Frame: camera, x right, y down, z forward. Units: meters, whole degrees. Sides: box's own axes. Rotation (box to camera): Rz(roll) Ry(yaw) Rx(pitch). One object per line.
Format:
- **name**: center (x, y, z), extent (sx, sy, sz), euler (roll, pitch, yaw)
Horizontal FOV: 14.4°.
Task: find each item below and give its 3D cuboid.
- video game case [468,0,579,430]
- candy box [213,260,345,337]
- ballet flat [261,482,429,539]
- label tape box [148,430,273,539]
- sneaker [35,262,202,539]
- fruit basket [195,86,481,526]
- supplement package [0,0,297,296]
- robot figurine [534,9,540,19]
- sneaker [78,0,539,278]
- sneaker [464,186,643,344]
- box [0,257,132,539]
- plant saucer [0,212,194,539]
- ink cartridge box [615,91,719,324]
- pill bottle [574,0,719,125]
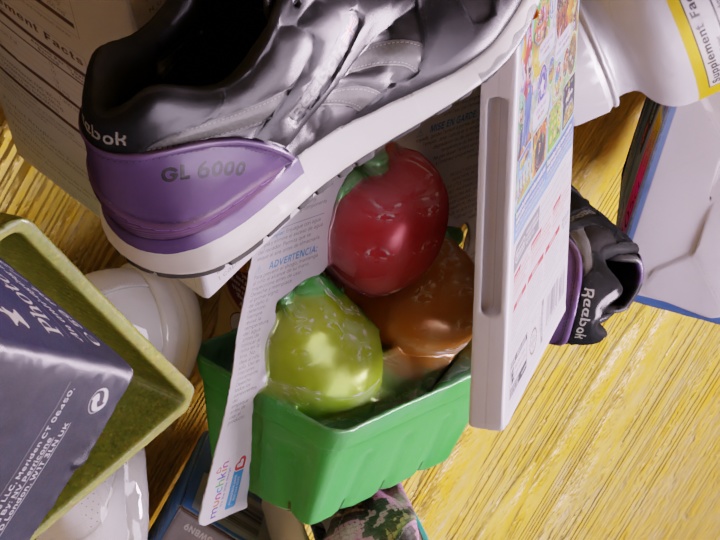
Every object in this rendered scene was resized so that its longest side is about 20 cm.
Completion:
- **video game case**: center (0.072, -0.051, 1.226), extent (0.143, 0.018, 0.201), euler (-54, 148, -64)
- **candy box**: center (-0.006, -0.031, 1.339), extent (0.115, 0.055, 0.201), euler (-34, 150, -36)
- **ballet flat**: center (-0.012, 0.107, 1.335), extent (0.200, 0.071, 0.070), euler (-107, -150, -71)
- **label tape box**: center (-0.104, 0.191, 1.374), extent (0.201, 0.063, 0.144), euler (-59, -177, 11)
- **sneaker**: center (-0.138, 0.083, 1.254), extent (0.088, 0.075, 0.201), euler (-10, 128, -38)
- **fruit basket**: center (0.000, 0.000, 1.253), extent (0.185, 0.093, 0.201), euler (-22, 125, -48)
- **supplement package**: center (-0.071, -0.105, 1.040), extent (0.114, 0.109, 0.200), euler (-45, 154, -19)
- **robot figurine**: center (0.029, -0.180, 1.034), extent (0.145, 0.201, 0.058), euler (-25, -164, 32)
- **sneaker**: center (-0.010, -0.087, 0.938), extent (0.200, 0.076, 0.088), euler (-44, 148, -22)
- **sneaker**: center (0.100, -0.003, 1.445), extent (0.200, 0.087, 0.076), euler (-62, 166, -69)
- **box**: center (-0.208, 0.012, 0.851), extent (0.124, 0.200, 0.198), euler (-57, 156, 8)
- **plant saucer**: center (-0.182, 0.065, 1.116), extent (0.199, 0.048, 0.200), euler (-40, 152, -2)
- **ink cartridge box**: center (0.190, -0.074, 1.540), extent (0.200, 0.076, 0.137), euler (-69, 176, -66)
- **pill bottle**: center (0.176, -0.149, 1.381), extent (0.199, 0.113, 0.113), euler (-24, 154, 2)
